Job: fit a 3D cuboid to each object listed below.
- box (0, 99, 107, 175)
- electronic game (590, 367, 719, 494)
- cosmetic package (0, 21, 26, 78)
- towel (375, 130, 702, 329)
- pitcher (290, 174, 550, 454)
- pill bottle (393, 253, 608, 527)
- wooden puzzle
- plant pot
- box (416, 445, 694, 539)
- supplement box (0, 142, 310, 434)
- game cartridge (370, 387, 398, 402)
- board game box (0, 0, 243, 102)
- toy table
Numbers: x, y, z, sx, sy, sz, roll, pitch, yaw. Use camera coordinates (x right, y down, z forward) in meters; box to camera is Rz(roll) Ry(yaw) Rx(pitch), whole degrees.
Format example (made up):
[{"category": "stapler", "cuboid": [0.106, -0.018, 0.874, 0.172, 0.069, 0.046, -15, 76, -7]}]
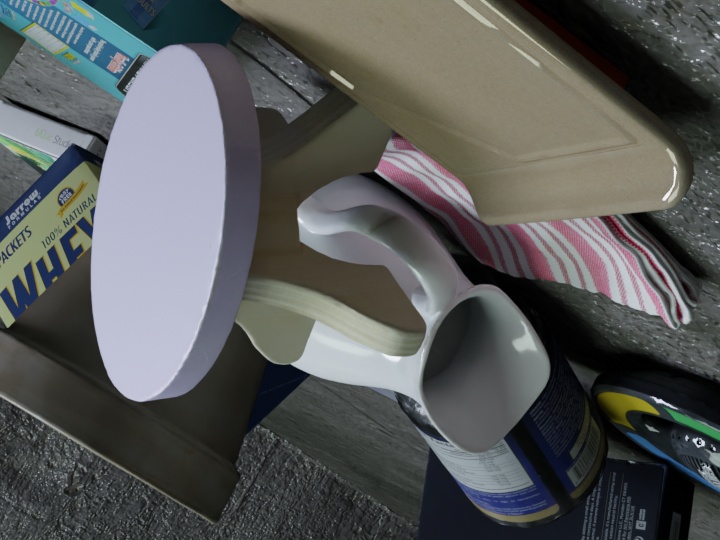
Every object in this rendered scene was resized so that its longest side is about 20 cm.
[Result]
[{"category": "box", "cuboid": [-0.239, -0.079, 1.505, 0.144, 0.036, 0.200, 22, 165, 38]}, {"category": "electronic game", "cuboid": [0.244, 0.124, 1.092, 0.199, 0.042, 0.200, 30, 169, 7]}, {"category": "cosmetic package", "cuboid": [-0.279, -0.120, 0.991, 0.103, 0.201, 0.073, 33, 170, -18]}, {"category": "towel", "cuboid": [0.076, -0.032, 0.879, 0.146, 0.030, 0.200, 39, 167, -33]}, {"category": "pitcher", "cuboid": [0.000, 0.000, 0.949, 0.200, 0.121, 0.172, 32, 157, 41]}, {"category": "pill bottle", "cuboid": [0.087, 0.081, 1.096, 0.111, 0.112, 0.200, 22, 157, 39]}, {"category": "wooden puzzle", "cuboid": [0.030, -0.097, 0.694, 0.200, 0.037, 0.185, 40, 164, -17]}, {"category": "plant pot", "cuboid": [-0.139, 0.050, 1.118, 0.199, 0.174, 0.200, 30, 169, 6]}, {"category": "box", "cuboid": [0.158, 0.199, 1.285, 0.181, 0.105, 0.200, 7, 171, 20]}, {"category": "supplement box", "cuboid": [-0.179, 0.035, 1.339, 0.200, 0.134, 0.200, 52, -169, 28]}, {"category": "game cartridge", "cuboid": [0.024, 0.081, 1.297, 0.199, 0.039, 0.129, 29, 168, -30]}, {"category": "board game box", "cuboid": [-0.172, -0.165, 0.902, 0.199, 0.047, 0.151, 33, 168, -12]}, {"category": "toy table", "cuboid": [-0.055, -0.022, 0.831, 0.117, 0.200, 0.185, -5, -125, -33]}]
